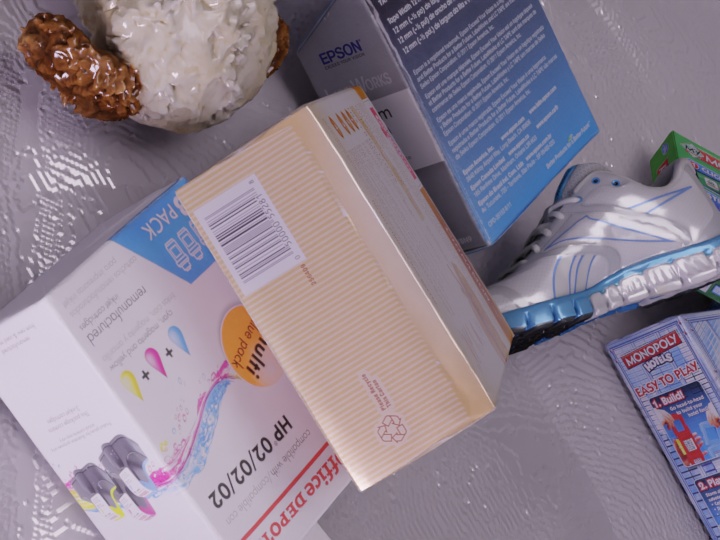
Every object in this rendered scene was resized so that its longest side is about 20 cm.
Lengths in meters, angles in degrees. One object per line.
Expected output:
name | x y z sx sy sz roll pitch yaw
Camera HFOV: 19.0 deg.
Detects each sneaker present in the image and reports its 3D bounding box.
sneaker | 0.114 -0.010 1.177 0.199 0.075 0.087 -18 84 -29

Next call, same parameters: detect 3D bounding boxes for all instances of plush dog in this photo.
plush dog | -0.085 -0.152 1.035 0.199 0.160 0.173 -11 103 -47

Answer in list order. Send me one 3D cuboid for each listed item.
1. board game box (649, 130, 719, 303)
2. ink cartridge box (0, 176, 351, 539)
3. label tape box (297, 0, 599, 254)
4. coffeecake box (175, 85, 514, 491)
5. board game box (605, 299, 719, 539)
board game box | 0.270 0.001 1.312 0.199 0.029 0.135 27 29 -13
ink cartridge box | -0.071 0.075 0.973 0.200 0.068 0.115 55 42 -10
label tape box | 0.037 -0.124 1.168 0.143 0.066 0.201 -43 110 -47
coffeecake box | 0.000 0.000 1.007 0.154 0.073 0.200 58 9 -3
board game box | 0.242 0.080 1.296 0.200 0.062 0.200 51 43 -15
